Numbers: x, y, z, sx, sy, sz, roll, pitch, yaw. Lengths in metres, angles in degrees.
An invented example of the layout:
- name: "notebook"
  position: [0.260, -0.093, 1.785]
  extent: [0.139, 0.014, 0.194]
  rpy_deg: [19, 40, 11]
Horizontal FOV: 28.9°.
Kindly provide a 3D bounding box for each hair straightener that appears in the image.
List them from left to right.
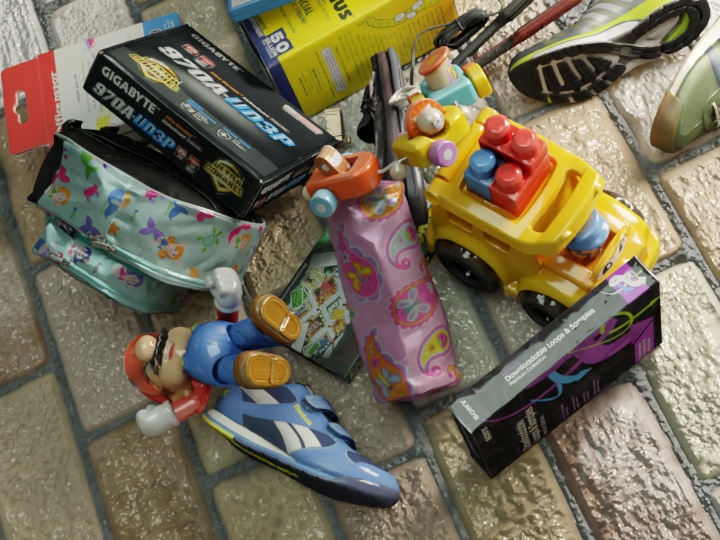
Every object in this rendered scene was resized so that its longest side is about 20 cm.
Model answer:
- name: "hair straightener"
  position: [0.125, -0.245, 1.377]
  extent: [0.200, 0.041, 0.077]
  rpy_deg: [-35, 84, 17]

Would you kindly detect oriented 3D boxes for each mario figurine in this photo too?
- name: "mario figurine"
  position: [-0.148, 0.073, 1.222]
  extent: [0.200, 0.106, 0.123]
  rpy_deg: [-16, 17, 47]

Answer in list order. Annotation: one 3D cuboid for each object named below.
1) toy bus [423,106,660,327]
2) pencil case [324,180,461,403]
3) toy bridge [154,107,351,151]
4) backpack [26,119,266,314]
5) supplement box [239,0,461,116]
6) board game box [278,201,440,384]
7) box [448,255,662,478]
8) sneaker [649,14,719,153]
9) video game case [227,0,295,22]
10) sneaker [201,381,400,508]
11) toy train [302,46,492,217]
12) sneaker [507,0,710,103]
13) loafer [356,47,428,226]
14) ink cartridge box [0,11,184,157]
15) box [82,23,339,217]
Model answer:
- name: "toy bus"
  position: [0.157, -0.054, 1.218]
  extent: [0.200, 0.192, 0.136]
  rpy_deg: [31, 75, 19]
- name: "pencil case"
  position: [0.026, 0.017, 1.242]
  extent: [0.087, 0.087, 0.201]
  rpy_deg: [-18, 89, 5]
- name: "toy bridge"
  position: [-0.107, -0.117, 1.402]
  extent: [0.199, 0.027, 0.068]
  rpy_deg: [-7, 74, 7]
- name: "backpack"
  position: [-0.197, -0.041, 1.313]
  extent: [0.199, 0.177, 0.151]
  rpy_deg: [20, 95, 16]
- name: "supplement box"
  position: [-0.015, -0.259, 1.402]
  extent: [0.199, 0.110, 0.109]
  rpy_deg: [-29, 62, -1]
- name: "board game box"
  position: [0.000, 0.000, 1.328]
  extent: [0.105, 0.023, 0.200]
  rpy_deg: [28, 75, 25]
- name: "box"
  position: [0.169, 0.087, 1.179]
  extent: [0.200, 0.143, 0.036]
  rpy_deg: [-37, 64, -4]
- name: "sneaker"
  position: [0.357, -0.182, 1.297]
  extent: [0.090, 0.067, 0.200]
  rpy_deg: [28, 72, 29]
- name: "video game case"
  position: [-0.065, -0.331, 1.385]
  extent: [0.143, 0.018, 0.200]
  rpy_deg: [-18, 43, 12]
- name: "sneaker"
  position: [-0.045, 0.146, 1.245]
  extent: [0.199, 0.074, 0.082]
  rpy_deg: [25, 72, 22]
- name: "toy train"
  position: [0.029, -0.131, 1.210]
  extent: [0.150, 0.056, 0.200]
  rpy_deg: [-7, 35, 37]
- name: "sneaker"
  position: [0.235, -0.229, 1.359]
  extent: [0.199, 0.074, 0.081]
  rpy_deg: [-22, 44, 3]
- name: "loafer"
  position: [0.021, -0.129, 1.336]
  extent: [0.063, 0.072, 0.201]
  rpy_deg: [-12, 59, 5]
- name: "ink cartridge box"
  position: [-0.264, -0.178, 1.449]
  extent: [0.199, 0.067, 0.117]
  rpy_deg: [-16, 63, 6]
- name: "box"
  position: [-0.138, -0.146, 1.313]
  extent: [0.200, 0.159, 0.046]
  rpy_deg: [39, 120, 10]
